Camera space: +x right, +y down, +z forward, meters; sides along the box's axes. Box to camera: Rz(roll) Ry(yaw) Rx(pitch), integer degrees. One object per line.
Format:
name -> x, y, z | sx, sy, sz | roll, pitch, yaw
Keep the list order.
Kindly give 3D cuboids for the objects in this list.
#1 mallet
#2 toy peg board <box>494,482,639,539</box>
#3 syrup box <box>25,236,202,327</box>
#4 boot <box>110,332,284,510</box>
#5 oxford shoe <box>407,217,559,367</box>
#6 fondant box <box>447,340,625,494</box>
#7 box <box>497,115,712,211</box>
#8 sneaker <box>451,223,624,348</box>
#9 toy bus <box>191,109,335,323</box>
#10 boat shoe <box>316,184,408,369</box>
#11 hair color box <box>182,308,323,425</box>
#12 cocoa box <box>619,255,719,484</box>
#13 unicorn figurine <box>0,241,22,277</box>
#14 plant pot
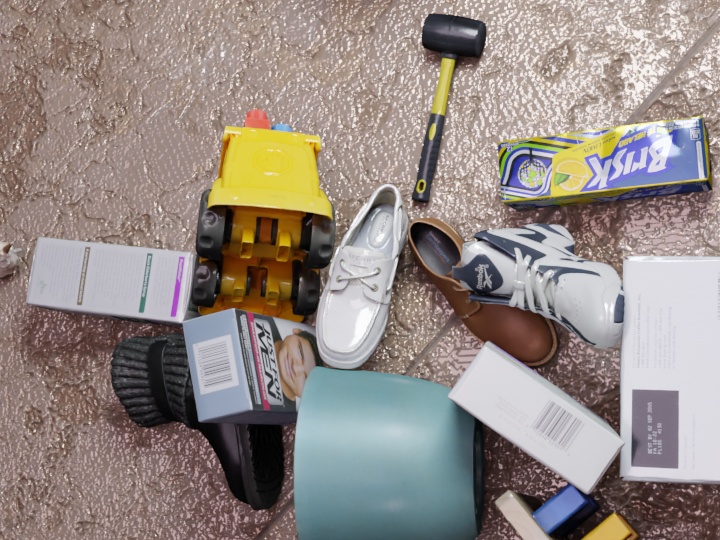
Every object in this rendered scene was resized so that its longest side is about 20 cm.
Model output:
mallet -> 0.092, -0.170, 1.302 | 0.066, 0.041, 0.200 | 4, 89, 18
toy peg board -> 0.233, 0.259, 1.105 | 0.098, 0.200, 0.199 | -40, 71, 3
syrup box -> -0.261, 0.015, 1.377 | 0.200, 0.079, 0.082 | 7, 85, 20
boot -> -0.174, 0.161, 1.325 | 0.158, 0.079, 0.211 | -15, 84, 22
oxford shoe -> 0.116, 0.023, 1.246 | 0.200, 0.071, 0.071 | 44, 96, 18
fondant box -> 0.158, 0.128, 1.131 | 0.144, 0.200, 0.058 | 35, 91, 7
box -> 0.241, -0.103, 1.217 | 0.200, 0.070, 0.064 | -6, 83, 19
sneaker -> 0.155, 0.014, 1.155 | 0.129, 0.199, 0.080 | -2, 122, -14
toy bus -> -0.105, -0.064, 1.299 | 0.136, 0.200, 0.192 | 4, 52, -10
boat shoe -> 0.000, 0.000, 1.226 | 0.071, 0.069, 0.200 | 11, 59, 7
hair color box -> -0.099, 0.101, 1.242 | 0.061, 0.200, 0.099 | -15, 78, 18
cocoa box -> 0.310, 0.093, 1.132 | 0.133, 0.131, 0.200 | 0, 83, 19
unicorn figurine -> -0.485, -0.011, 1.473 | 0.137, 0.074, 0.200 | 43, 112, 10
plant pot -> 0.036, 0.191, 1.191 | 0.161, 0.201, 0.201 | -2, 82, 10
